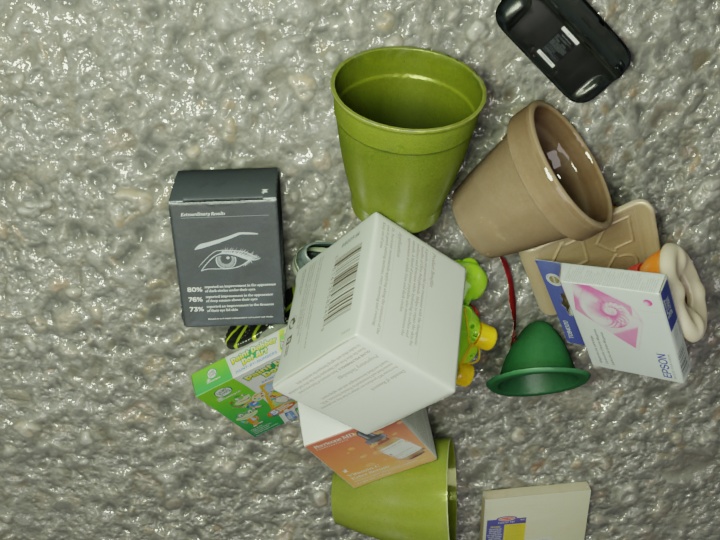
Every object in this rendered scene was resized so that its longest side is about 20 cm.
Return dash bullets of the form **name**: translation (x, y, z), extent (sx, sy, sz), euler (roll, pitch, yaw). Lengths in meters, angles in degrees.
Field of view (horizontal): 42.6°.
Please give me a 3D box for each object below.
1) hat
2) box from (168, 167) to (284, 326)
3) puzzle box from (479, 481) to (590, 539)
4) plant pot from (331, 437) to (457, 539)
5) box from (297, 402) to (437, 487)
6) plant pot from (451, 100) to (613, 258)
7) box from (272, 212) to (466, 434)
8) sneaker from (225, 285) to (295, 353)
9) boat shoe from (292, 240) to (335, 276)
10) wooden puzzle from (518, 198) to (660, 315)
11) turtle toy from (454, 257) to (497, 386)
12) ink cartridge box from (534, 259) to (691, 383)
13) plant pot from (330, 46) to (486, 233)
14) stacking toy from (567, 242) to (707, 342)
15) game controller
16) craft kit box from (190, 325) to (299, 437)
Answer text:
- **hat**: translation (0.279, 0.094, 1.486), extent (0.163, 0.178, 0.200), euler (0, 159, -8)
- **box**: translation (-0.181, -0.032, 1.295), extent (0.146, 0.105, 0.202), euler (-1, 120, -3)
- **puzzle box**: translation (0.317, 0.451, 1.691), extent (0.197, 0.026, 0.135), euler (-3, 120, -5)
- **plant pot**: translation (0.056, 0.375, 1.544), extent (0.197, 0.188, 0.189), euler (-2, 121, 11)
- **box**: translation (0.011, 0.235, 1.429), extent (0.151, 0.107, 0.200), euler (-22, 144, 13)
- **plant pot**: translation (0.226, -0.107, 1.285), extent (0.174, 0.202, 0.200), euler (-31, 121, 33)
- **box**: translation (0.015, 0.076, 1.242), extent (0.170, 0.201, 0.199), euler (29, 139, -24)
- **sneaker**: translation (-0.106, 0.082, 1.409), extent (0.198, 0.076, 0.077), euler (-22, 132, 15)
- **boat shoe**: translation (0.000, 0.000, 1.358), extent (0.197, 0.074, 0.062), euler (12, 155, -9)
- **wooden puzzle**: translation (0.345, -0.024, 1.388), extent (0.198, 0.047, 0.186), euler (-21, 141, 10)
- **turtle toy**: translation (0.131, 0.075, 1.406), extent (0.144, 0.101, 0.201), euler (21, 118, -12)
- **ink cartridge box**: translation (0.357, 0.073, 1.324), extent (0.198, 0.044, 0.197), euler (7, 142, 38)
- **plant pot**: translation (0.054, -0.160, 1.227), extent (0.197, 0.202, 0.195), euler (-1, 132, -7)
- **stacking toy**: translation (0.404, 0.054, 1.385), extent (0.198, 0.147, 0.146), euler (-19, 124, 35)
- **game controller**: translation (0.274, -0.314, 1.246), extent (0.199, 0.042, 0.104), euler (39, 123, -24)
- **craft kit box**: translation (-0.126, 0.169, 1.419), extent (0.198, 0.049, 0.198), euler (-27, 143, 8)
